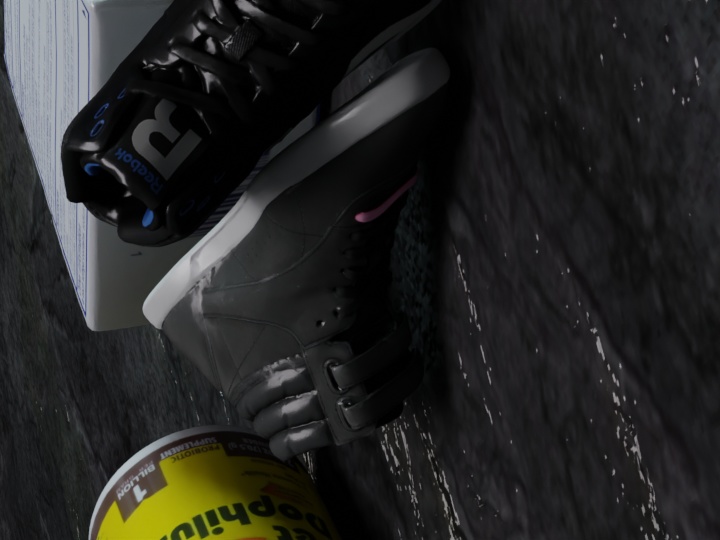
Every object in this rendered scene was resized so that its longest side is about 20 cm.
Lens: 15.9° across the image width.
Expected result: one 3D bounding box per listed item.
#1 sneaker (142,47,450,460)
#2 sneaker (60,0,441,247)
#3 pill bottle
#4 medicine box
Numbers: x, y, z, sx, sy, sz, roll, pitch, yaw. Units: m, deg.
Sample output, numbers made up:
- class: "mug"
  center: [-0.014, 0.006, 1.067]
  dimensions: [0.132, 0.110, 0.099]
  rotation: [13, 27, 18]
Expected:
- class: "sneaker"
  center: [0.000, 0.000, 0.951]
  dimensions: [0.099, 0.071, 0.200]
  rotation: [50, 139, 4]
- class: "sneaker"
  center: [-0.036, -0.071, 0.862]
  dimensions: [0.073, 0.112, 0.200]
  rotation: [39, 140, -2]
- class: "pill bottle"
  center: [-0.045, 0.161, 1.104]
  dimensions: [0.200, 0.109, 0.110]
  rotation: [-122, 27, -54]
- class: "medicine box"
  center: [-0.092, -0.111, 1.135]
  dimensions: [0.183, 0.102, 0.200]
  rotation: [96, 159, -44]
